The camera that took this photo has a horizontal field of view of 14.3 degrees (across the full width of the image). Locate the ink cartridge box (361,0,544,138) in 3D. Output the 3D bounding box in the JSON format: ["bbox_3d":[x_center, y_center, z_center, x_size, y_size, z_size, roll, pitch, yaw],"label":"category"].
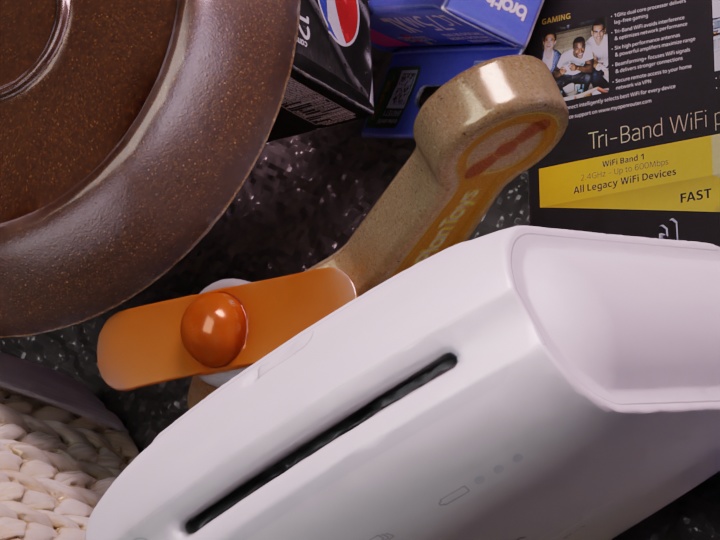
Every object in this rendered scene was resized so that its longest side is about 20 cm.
[{"bbox_3d":[0.043,-0.144,0.993,0.119,0.042,0.201,9,80,68],"label":"ink cartridge box"}]

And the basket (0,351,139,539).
[{"bbox_3d":[-0.143,0.109,0.964,0.123,0.200,0.136,44,99,26],"label":"basket"}]

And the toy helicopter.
[{"bbox_3d":[0.000,0.000,0.915,0.200,0.132,0.079,-56,50,45],"label":"toy helicopter"}]

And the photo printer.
[{"bbox_3d":[0.025,0.052,0.825,0.166,0.200,0.070,-34,74,22],"label":"photo printer"}]

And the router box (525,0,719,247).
[{"bbox_3d":[0.151,-0.031,0.921,0.199,0.052,0.158,-9,70,27],"label":"router box"}]

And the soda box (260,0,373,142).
[{"bbox_3d":[-0.096,-0.072,0.997,0.199,0.063,0.071,-12,69,25],"label":"soda box"}]

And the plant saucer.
[{"bbox_3d":[-0.113,-0.079,0.954,0.199,0.032,0.201,-10,70,28],"label":"plant saucer"}]
